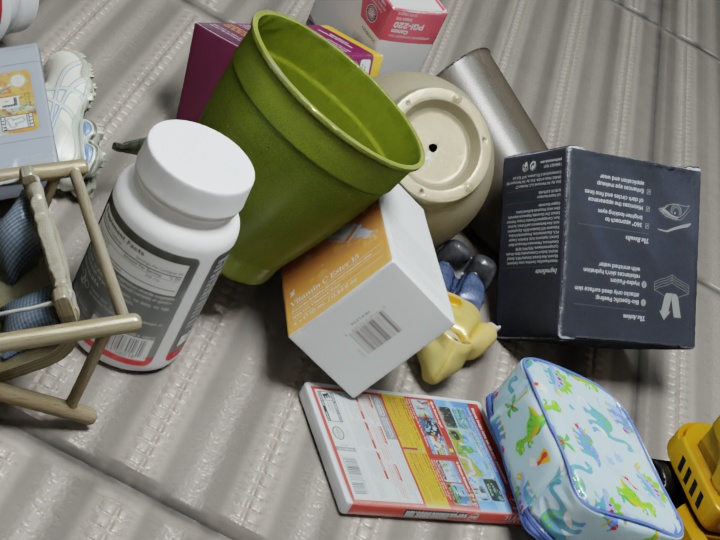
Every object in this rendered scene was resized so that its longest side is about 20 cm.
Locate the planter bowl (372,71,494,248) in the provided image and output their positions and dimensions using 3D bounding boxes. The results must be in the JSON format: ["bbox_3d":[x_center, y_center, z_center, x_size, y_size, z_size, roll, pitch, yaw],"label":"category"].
[{"bbox_3d":[0.060,-0.121,1.515,0.198,0.135,0.202,2,84,-19],"label":"planter bowl"}]

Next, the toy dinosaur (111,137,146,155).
[{"bbox_3d":[-0.183,-0.107,1.438,0.199,0.088,0.048,-12,51,-46],"label":"toy dinosaur"}]

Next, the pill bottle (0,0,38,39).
[{"bbox_3d":[-0.425,-0.272,1.445,0.112,0.113,0.199,43,34,19],"label":"pill bottle"}]

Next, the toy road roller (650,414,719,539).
[{"bbox_3d":[0.358,0.226,1.368,0.122,0.147,0.201,12,37,-25],"label":"toy road roller"}]

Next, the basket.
[{"bbox_3d":[0.148,-0.123,1.674,0.136,0.180,0.201,-22,70,-47],"label":"basket"}]

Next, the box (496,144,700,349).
[{"bbox_3d":[0.257,-0.019,1.554,0.195,0.117,0.202,6,84,-33],"label":"box"}]

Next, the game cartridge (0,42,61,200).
[{"bbox_3d":[-0.356,-0.139,1.345,0.132,0.042,0.201,-8,45,-14],"label":"game cartridge"}]

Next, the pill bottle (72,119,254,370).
[{"bbox_3d":[-0.171,-0.022,1.228,0.113,0.201,0.114,21,33,-15],"label":"pill bottle"}]

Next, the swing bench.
[{"bbox_3d":[-0.307,0.010,1.145,0.198,0.130,0.200,5,41,-33],"label":"swing bench"}]

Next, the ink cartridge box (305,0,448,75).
[{"bbox_3d":[0.002,-0.265,1.694,0.084,0.201,0.146,-4,45,-34],"label":"ink cartridge box"}]

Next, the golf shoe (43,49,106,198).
[{"bbox_3d":[-0.311,-0.157,1.421,0.096,0.079,0.201,6,38,-23],"label":"golf shoe"}]

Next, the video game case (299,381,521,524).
[{"bbox_3d":[0.050,0.168,1.320,0.198,0.018,0.144,9,38,-30],"label":"video game case"}]

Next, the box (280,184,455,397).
[{"bbox_3d":[0.000,0.000,1.365,0.097,0.124,0.201,44,18,-29],"label":"box"}]

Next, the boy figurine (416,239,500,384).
[{"bbox_3d":[0.086,0.043,1.477,0.124,0.065,0.200,32,29,-3],"label":"boy figurine"}]

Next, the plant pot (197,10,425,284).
[{"bbox_3d":[-0.077,-0.096,1.315,0.200,0.193,0.201,37,21,-17],"label":"plant pot"}]

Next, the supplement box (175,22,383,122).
[{"bbox_3d":[-0.089,-0.193,1.577,0.199,0.132,0.103,-7,31,-44],"label":"supplement box"}]

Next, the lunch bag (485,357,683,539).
[{"bbox_3d":[0.210,0.186,1.351,0.160,0.083,0.201,22,32,-32],"label":"lunch bag"}]
